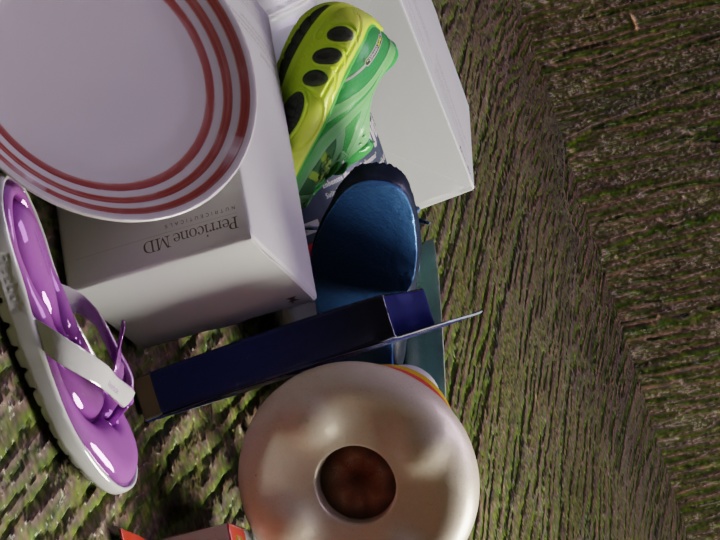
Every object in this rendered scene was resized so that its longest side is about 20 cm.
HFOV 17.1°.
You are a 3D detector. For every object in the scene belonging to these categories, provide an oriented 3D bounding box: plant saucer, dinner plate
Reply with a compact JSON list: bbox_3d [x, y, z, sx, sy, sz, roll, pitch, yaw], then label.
[{"bbox_3d":[0.044,0.078,1.707,0.200,0.027,0.201,178,-90,-88],"label":"plant saucer"},{"bbox_3d":[-0.150,-0.115,1.333,0.199,0.024,0.201,15,60,-27],"label":"dinner plate"}]

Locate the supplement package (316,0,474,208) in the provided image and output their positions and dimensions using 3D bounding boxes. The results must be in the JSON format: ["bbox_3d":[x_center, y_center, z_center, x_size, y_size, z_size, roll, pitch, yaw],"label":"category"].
[{"bbox_3d":[-0.010,-0.156,1.868,0.200,0.146,0.192,-87,156,-68],"label":"supplement package"}]

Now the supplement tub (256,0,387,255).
[{"bbox_3d":[-0.062,-0.096,1.638,0.140,0.140,0.201,-67,140,-70],"label":"supplement tub"}]

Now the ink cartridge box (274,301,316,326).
[{"bbox_3d":[-0.025,0.093,1.752,0.201,0.057,0.163,89,-14,-45],"label":"ink cartridge box"}]

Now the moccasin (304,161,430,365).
[{"bbox_3d":[0.000,0.000,1.562,0.068,0.080,0.201,-76,178,-45],"label":"moccasin"}]

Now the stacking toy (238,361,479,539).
[{"bbox_3d":[0.013,0.108,1.490,0.200,0.145,0.147,-49,123,-74],"label":"stacking toy"}]

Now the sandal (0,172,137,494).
[{"bbox_3d":[-0.154,0.038,1.301,0.083,0.050,0.203,-84,155,-58],"label":"sandal"}]

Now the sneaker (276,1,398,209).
[{"bbox_3d":[-0.034,-0.072,1.533,0.083,0.201,0.074,18,17,-43],"label":"sneaker"}]

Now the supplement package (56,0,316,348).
[{"bbox_3d":[-0.113,-0.075,1.442,0.120,0.121,0.201,46,30,-65],"label":"supplement package"}]

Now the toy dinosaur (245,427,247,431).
[{"bbox_3d":[-0.045,0.156,1.631,0.201,0.047,0.088,77,1,-46],"label":"toy dinosaur"}]

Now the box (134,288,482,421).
[{"bbox_3d":[-0.030,0.046,1.477,0.121,0.199,0.033,-7,80,-77],"label":"box"}]

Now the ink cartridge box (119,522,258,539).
[{"bbox_3d":[-0.078,0.210,1.417,0.200,0.050,0.110,40,37,-69],"label":"ink cartridge box"}]
